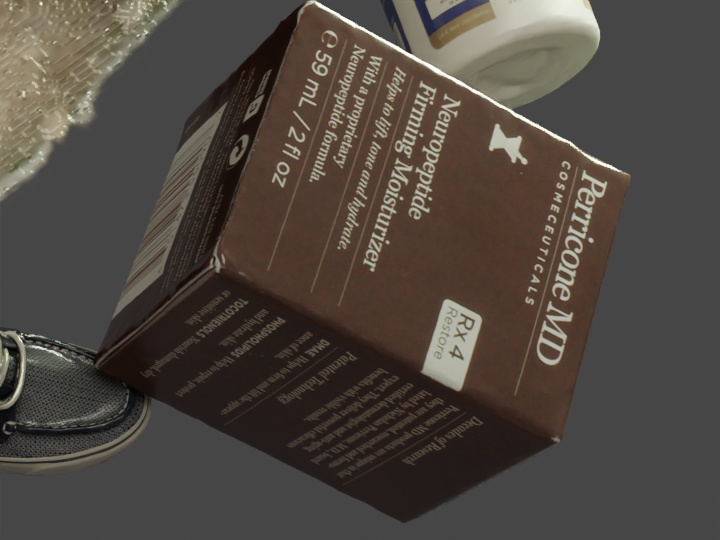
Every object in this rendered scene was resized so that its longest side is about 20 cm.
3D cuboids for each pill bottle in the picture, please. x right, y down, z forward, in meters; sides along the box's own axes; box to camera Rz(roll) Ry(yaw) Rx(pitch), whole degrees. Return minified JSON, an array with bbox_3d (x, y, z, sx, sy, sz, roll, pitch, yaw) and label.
[{"bbox_3d":[0.054,-0.198,1.416,0.111,0.111,0.201,-13,71,-21],"label":"pill bottle"}]

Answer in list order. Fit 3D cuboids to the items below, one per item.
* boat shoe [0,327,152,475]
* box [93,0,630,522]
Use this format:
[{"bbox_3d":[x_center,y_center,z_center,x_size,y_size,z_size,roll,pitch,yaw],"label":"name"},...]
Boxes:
[{"bbox_3d":[-0.199,0.053,1.240,0.199,0.093,0.075,3,65,-14],"label":"boat shoe"},{"bbox_3d":[0.000,0.000,1.259,0.200,0.164,0.166,27,60,-16],"label":"box"}]
